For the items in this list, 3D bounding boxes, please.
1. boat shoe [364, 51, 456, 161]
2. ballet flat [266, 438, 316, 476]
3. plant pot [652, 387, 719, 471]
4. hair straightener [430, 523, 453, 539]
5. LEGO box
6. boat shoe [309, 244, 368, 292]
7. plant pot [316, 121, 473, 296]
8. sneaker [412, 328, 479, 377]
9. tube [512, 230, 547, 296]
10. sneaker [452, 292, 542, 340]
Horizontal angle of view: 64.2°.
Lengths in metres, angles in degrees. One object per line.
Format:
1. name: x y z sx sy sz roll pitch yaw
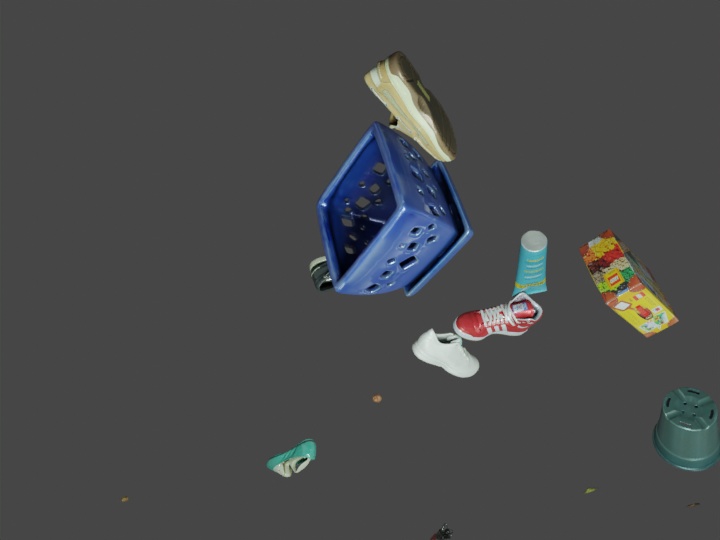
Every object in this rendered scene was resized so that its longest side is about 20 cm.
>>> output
1. boat shoe: 0.077 -0.237 0.872 0.075 0.073 0.200 -17 133 30
2. ballet flat: -0.208 0.569 1.701 0.199 0.071 0.067 -34 134 25
3. plant pot: 1.014 0.480 1.776 0.197 0.202 0.198 -18 131 9
4. hair straightener: 0.360 1.147 2.500 0.075 0.041 0.202 -1 134 -11
5. LEGO box: 0.557 0.029 1.195 0.077 0.151 0.199 -37 133 28
6. boat shoe: -0.001 -0.002 1.108 0.195 0.067 0.075 -9 139 -2
7. plant pot: 0.059 -0.083 0.937 0.177 0.202 0.200 14 134 -33
8. sneaker: 0.223 0.192 1.376 0.198 0.076 0.089 21 119 -29
9. tube: 0.357 -0.004 1.202 0.076 0.051 0.201 -6 146 10
10. sneaker: 0.309 0.102 1.273 0.196 0.072 0.113 -2 153 -21
